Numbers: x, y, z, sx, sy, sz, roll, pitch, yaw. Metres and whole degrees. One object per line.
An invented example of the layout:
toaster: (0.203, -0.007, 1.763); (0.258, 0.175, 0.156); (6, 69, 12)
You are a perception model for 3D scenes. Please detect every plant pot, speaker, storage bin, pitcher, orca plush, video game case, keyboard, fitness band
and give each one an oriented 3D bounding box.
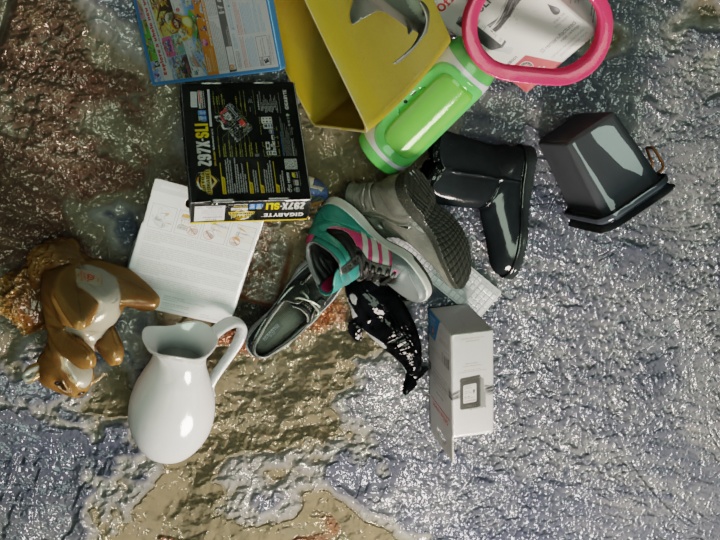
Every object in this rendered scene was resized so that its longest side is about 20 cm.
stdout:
plant pot: (-0.001, -0.316, 1.598); (0.175, 0.200, 0.202); (-32, 110, -16)
speaker: (0.089, -0.224, 1.664); (0.088, 0.089, 0.200); (39, 114, -19)
storage bin: (0.342, -0.152, 1.718); (0.145, 0.200, 0.135); (-33, 100, -2)
pitcher: (-0.238, 0.161, 1.698); (0.170, 0.121, 0.202); (-15, 133, -38)
orca plush: (0.041, 0.094, 1.773); (0.104, 0.071, 0.202); (-20, 108, -7)
video game case: (-0.200, -0.322, 1.578); (0.197, 0.018, 0.145); (-2, 109, 24)
keyboard: (0.121, -0.005, 1.797); (0.199, 0.011, 0.056); (38, 94, -19)
fitness band: (0.229, -0.315, 1.576); (0.197, 0.038, 0.146); (4, 111, -9)

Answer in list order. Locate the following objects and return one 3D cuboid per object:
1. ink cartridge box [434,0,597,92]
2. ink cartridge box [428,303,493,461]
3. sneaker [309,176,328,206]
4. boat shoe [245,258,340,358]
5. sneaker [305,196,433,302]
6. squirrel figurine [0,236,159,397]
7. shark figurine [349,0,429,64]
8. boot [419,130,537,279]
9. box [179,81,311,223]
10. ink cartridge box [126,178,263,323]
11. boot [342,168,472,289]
ink cartridge box: (0.204, -0.362, 1.647); (0.199, 0.084, 0.144); (35, 133, -18)
ink cartridge box: (0.148, 0.165, 1.792); (0.066, 0.116, 0.203); (-7, 109, -13)
sneaker: (-0.134, -0.134, 1.671); (0.198, 0.075, 0.089); (4, 63, -33)
boat shoe: (-0.083, 0.053, 1.733); (0.072, 0.071, 0.201); (40, 90, -18)
sneaker: (0.000, 0.000, 1.689); (0.199, 0.084, 0.121); (39, 55, -1)
squirrel figurine: (-0.401, 0.067, 1.645); (0.200, 0.141, 0.188); (41, 125, 17)
shark figurine: (0.027, -0.317, 1.455); (0.089, 0.216, 0.128); (-38, 153, 13)
boot: (0.158, -0.094, 1.745); (0.166, 0.076, 0.203); (5, 98, -17)
box: (-0.154, -0.159, 1.606); (0.157, 0.202, 0.050); (-4, 148, -11)
ink cartridge box: (-0.228, -0.029, 1.664); (0.160, 0.057, 0.202); (13, 115, -15)
boot: (0.067, -0.056, 1.723); (0.201, 0.130, 0.068); (57, 48, -23)
